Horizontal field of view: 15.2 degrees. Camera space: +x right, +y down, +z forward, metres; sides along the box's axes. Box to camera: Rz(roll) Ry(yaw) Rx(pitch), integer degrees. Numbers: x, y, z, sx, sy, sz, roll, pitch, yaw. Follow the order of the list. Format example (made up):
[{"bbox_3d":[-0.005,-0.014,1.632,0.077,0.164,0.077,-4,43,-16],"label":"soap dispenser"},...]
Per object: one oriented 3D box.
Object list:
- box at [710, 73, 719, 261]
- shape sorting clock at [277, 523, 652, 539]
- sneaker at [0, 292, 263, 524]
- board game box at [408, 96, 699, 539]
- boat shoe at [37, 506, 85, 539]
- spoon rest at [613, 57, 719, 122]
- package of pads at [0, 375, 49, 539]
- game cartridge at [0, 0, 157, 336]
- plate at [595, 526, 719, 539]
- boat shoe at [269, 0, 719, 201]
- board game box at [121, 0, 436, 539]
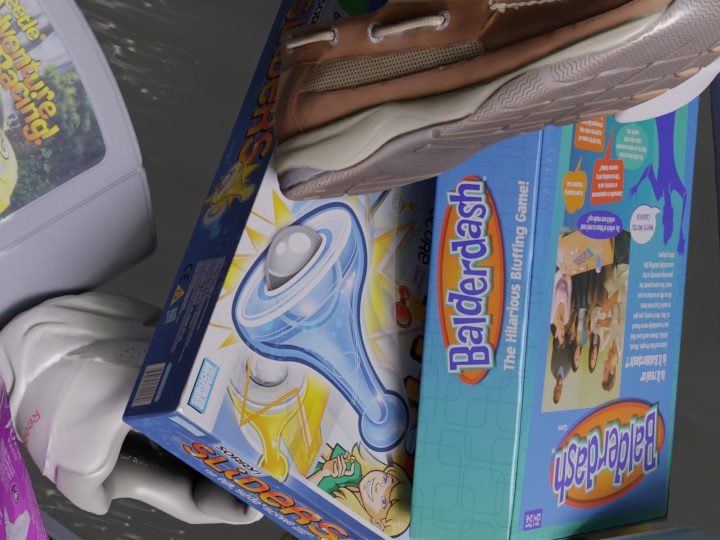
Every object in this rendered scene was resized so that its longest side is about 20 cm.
[{"bbox_3d":[0.246,-0.017,1.069,0.104,0.200,0.183,-27,125,-34],"label":"box"},{"bbox_3d":[0.037,0.156,1.171,0.199,0.039,0.201,-7,120,-13],"label":"shape sorting clock"},{"bbox_3d":[-0.042,0.057,1.042,0.199,0.100,0.078,-11,139,-26],"label":"sneaker"},{"bbox_3d":[0.078,0.001,1.028,0.152,0.045,0.201,1,93,-61],"label":"board game box"},{"bbox_3d":[-0.123,0.150,1.091,0.065,0.074,0.200,-43,111,11],"label":"boat shoe"},{"bbox_3d":[0.098,-0.150,0.967,0.060,0.201,0.099,-1,157,-28],"label":"spoon rest"},{"bbox_3d":[-0.219,0.106,0.987,0.199,0.076,0.121,-7,122,6],"label":"package of pads"},{"bbox_3d":[-0.159,-0.060,0.988,0.133,0.041,0.200,-33,123,-9],"label":"game cartridge"},{"bbox_3d":[0.070,0.126,1.057,0.199,0.200,0.026,-8,79,-19],"label":"plate"},{"bbox_3d":[0.041,-0.080,0.909,0.076,0.199,0.072,-3,78,-51],"label":"boat shoe"},{"bbox_3d":[0.000,0.000,1.017,0.135,0.034,0.201,36,60,-33],"label":"board game box"}]
